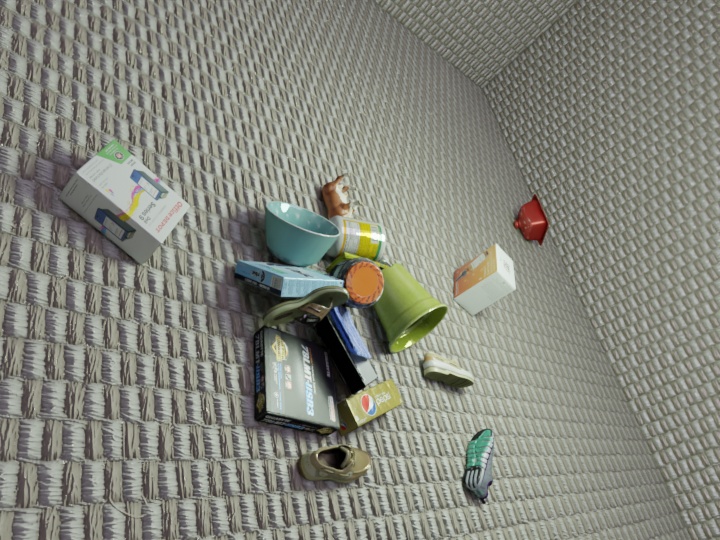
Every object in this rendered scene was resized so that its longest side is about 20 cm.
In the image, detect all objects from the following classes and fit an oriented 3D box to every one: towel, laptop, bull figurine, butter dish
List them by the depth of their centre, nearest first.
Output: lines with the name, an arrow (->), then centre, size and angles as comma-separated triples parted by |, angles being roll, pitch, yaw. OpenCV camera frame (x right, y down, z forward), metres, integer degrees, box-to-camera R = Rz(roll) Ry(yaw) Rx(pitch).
laptop -> -0.020, 0.186, 1.393 | 0.198, 0.115, 0.191 | -18, 76, -56
towel -> -0.024, 0.144, 1.415 | 0.147, 0.023, 0.200 | 62, 5, 17
towel -> 0.000, 0.000, 1.616 | 0.197, 0.086, 0.018 | 17, 43, -43
bull figurine -> -0.056, -0.191, 1.698 | 0.065, 0.119, 0.204 | 45, 20, -57
butter dish -> 0.836, -0.242, 2.882 | 0.201, 0.143, 0.205 | 85, -7, -59

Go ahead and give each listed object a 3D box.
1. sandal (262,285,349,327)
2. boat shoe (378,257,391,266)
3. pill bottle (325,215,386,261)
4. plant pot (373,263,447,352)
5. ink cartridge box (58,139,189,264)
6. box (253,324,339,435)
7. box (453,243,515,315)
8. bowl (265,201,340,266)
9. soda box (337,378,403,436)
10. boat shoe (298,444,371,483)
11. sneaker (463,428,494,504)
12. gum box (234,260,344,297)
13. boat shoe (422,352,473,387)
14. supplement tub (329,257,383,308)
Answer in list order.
sandal -> -0.114, 0.092, 1.254 | 0.196, 0.081, 0.058 | -20, 60, -15
boat shoe -> 0.087, 0.006, 1.735 | 0.197, 0.071, 0.069 | 29, 43, -32
pill bottle -> -0.036, -0.089, 1.598 | 0.194, 0.113, 0.115 | 7, 52, -26
plant pot -> 0.112, 0.092, 1.609 | 0.198, 0.201, 0.186 | -4, 51, -53
ink cartridge box -> -0.459, -0.135, 1.143 | 0.200, 0.087, 0.147 | 44, 33, -19
box -> -0.140, 0.240, 1.253 | 0.195, 0.049, 0.205 | 24, 43, -36
box -> 0.436, 0.034, 2.045 | 0.106, 0.198, 0.155 | 39, 35, -22
bowl -> -0.157, -0.082, 1.429 | 0.195, 0.108, 0.201 | 21, 16, -6
soda box -> 0.018, 0.321, 1.368 | 0.198, 0.064, 0.069 | -8, 66, -55
boat shoe -> -0.039, 0.403, 1.218 | 0.197, 0.064, 0.074 | 17, 47, -44
sneaker -> 0.337, 0.537, 1.597 | 0.089, 0.073, 0.201 | 57, 39, -20
gum box -> -0.161, 0.020, 1.329 | 0.197, 0.167, 0.046 | 5, 99, -50
boat shoe -> 0.263, 0.292, 1.703 | 0.197, 0.074, 0.070 | 26, 47, -36
supplement tub -> -0.011, 0.032, 1.452 | 0.123, 0.122, 0.200 | 48, -11, -8
